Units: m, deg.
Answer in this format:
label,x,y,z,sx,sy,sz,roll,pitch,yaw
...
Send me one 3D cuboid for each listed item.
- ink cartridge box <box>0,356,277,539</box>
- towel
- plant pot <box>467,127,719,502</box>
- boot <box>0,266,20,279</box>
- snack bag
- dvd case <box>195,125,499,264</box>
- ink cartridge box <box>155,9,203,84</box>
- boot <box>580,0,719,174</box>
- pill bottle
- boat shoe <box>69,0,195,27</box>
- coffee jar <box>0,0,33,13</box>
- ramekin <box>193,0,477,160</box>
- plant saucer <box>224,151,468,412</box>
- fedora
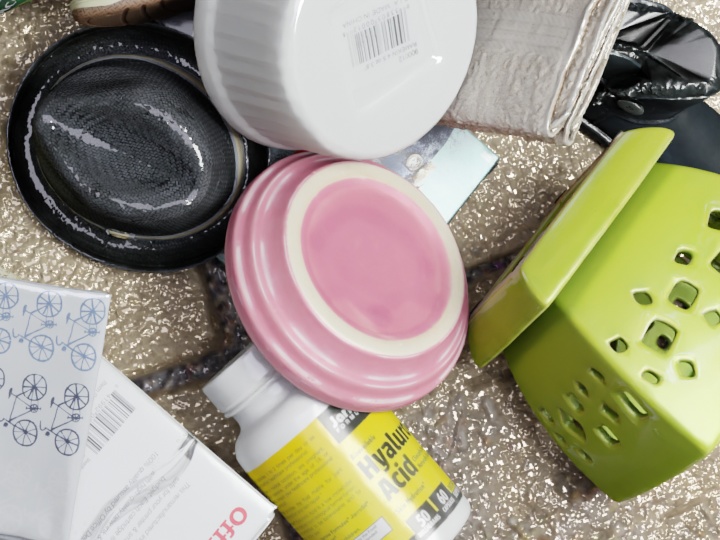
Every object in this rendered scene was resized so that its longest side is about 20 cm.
label,x,y,z,sx,sy,sz,roll,pitch,yaw
ink cartridge box,-0.183,0.163,1.485,0.200,0.084,0.145,41,81,-3
towel,0.105,-0.162,1.486,0.034,0.199,0.133,28,81,-37
plant pot,0.201,0.024,1.489,0.181,0.199,0.200,39,69,1
boot,-0.303,-0.037,1.429,0.155,0.073,0.201,27,90,-5
snack bag,-0.282,0.086,1.404,0.198,0.021,0.190,12,101,-3
dvd case,-0.008,-0.055,1.560,0.146,0.022,0.200,40,82,-4
ink cartridge box,-0.079,-0.248,1.554,0.197,0.043,0.201,-34,91,-8
boot,0.238,-0.119,1.527,0.199,0.168,0.077,32,78,-5
pill bottle,-0.022,0.135,1.498,0.111,0.111,0.200,-42,92,-9
boat shoe,-0.120,-0.232,1.493,0.201,0.075,0.075,-16,88,-19
coffee jar,-0.275,-0.220,1.449,0.199,0.104,0.086,-28,102,-41
ramekin,-0.011,-0.175,1.450,0.199,0.097,0.202,-15,114,-37
plant saucer,0.000,0.000,1.477,0.199,0.051,0.202,15,59,-28
fedora,-0.167,-0.089,1.483,0.199,0.092,0.202,0,93,4
